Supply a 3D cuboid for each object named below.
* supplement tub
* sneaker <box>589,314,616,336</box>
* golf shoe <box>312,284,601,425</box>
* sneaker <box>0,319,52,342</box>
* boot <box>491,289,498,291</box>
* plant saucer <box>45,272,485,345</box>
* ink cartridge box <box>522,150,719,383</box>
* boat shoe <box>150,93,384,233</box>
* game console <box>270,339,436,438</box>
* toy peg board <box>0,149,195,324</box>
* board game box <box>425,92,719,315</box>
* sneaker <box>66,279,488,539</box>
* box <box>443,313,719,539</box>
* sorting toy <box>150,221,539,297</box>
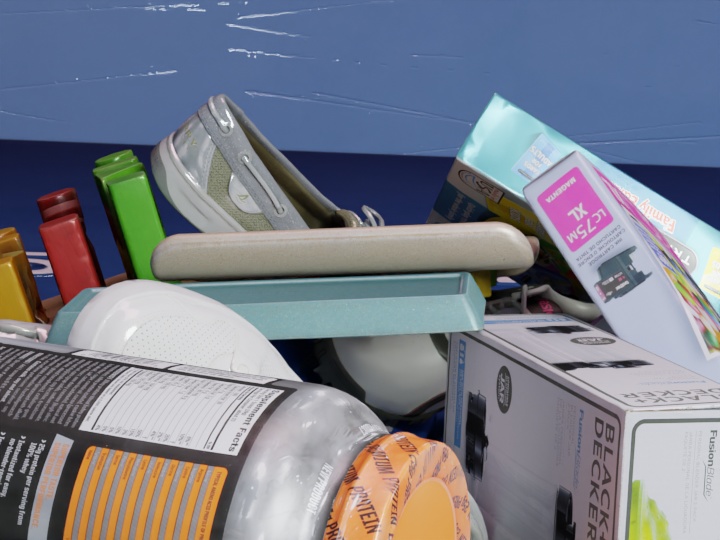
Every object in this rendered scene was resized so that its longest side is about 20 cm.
[{"bbox_3d":[-0.068,0.095,0.668,0.198,0.124,0.122,8,10,24],"label":"supplement tub"},{"bbox_3d":[0.142,0.087,0.981,0.089,0.080,0.200,52,5,17],"label":"sneaker"},{"bbox_3d":[0.062,0.034,1.018,0.198,0.078,0.088,3,-32,-37],"label":"golf shoe"},{"bbox_3d":[-0.137,0.063,0.891,0.198,0.076,0.100,-3,-19,23],"label":"sneaker"},{"bbox_3d":[0.084,0.047,1.202,0.196,0.074,0.162,6,8,-32],"label":"boot"},{"bbox_3d":[-0.042,0.017,0.851,0.198,0.019,0.070,-2,11,5],"label":"plant saucer"},{"bbox_3d":[0.157,0.044,0.857,0.042,0.201,0.119,-36,-32,13],"label":"ink cartridge box"},{"bbox_3d":[-0.031,-0.027,1.094,0.201,0.065,0.075,37,25,-26],"label":"boat shoe"},{"bbox_3d":[-0.065,0.093,1.033,0.170,0.119,0.200,35,13,3],"label":"game console"},{"bbox_3d":[-0.190,0.004,1.104,0.197,0.099,0.200,-18,11,-7],"label":"toy peg board"},{"bbox_3d":[0.139,-0.010,1.069,0.199,0.047,0.151,32,-13,3],"label":"board game box"},{"bbox_3d":[-0.023,0.074,0.768,0.115,0.074,0.200,18,-16,49],"label":"sneaker"},{"bbox_3d":[0.094,0.090,0.777,0.059,0.118,0.200,0,10,-17],"label":"box"},{"bbox_3d":[0.000,0.000,0.960,0.183,0.037,0.200,-2,-2,7],"label":"sorting toy"}]
